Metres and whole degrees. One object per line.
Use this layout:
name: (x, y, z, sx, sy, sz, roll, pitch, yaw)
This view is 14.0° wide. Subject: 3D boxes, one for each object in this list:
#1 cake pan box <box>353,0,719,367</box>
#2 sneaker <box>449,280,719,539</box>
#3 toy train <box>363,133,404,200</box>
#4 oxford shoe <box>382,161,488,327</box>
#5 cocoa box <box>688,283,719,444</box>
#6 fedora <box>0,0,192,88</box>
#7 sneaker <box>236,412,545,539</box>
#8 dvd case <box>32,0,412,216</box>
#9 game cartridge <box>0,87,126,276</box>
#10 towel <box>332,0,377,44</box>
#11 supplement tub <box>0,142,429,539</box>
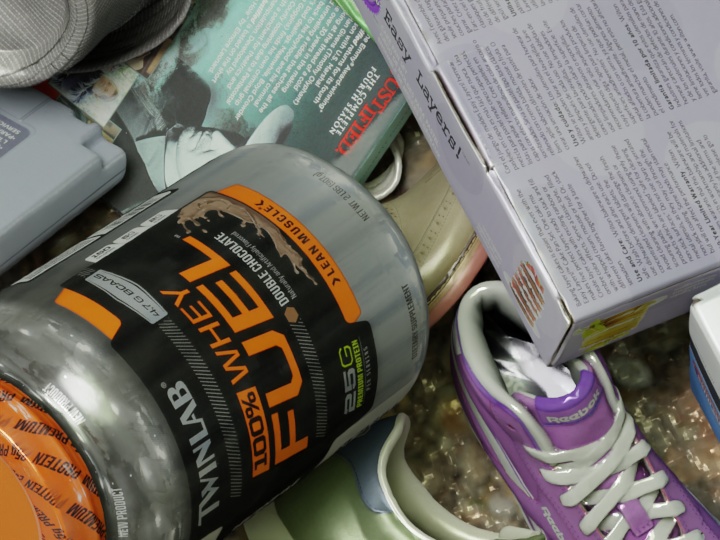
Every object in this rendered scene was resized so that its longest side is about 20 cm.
cake pan box: (0.112, -0.083, 1.174, 0.184, 0.052, 0.200, -22, 72, -20)
sneaker: (0.098, 0.090, 1.179, 0.073, 0.114, 0.201, -38, 75, -6)
toy train: (0.074, -0.104, 1.266, 0.199, 0.056, 0.151, -11, 73, 3)
oxford shoe: (0.000, 0.000, 1.223, 0.075, 0.070, 0.200, 38, 85, -7)
cocoa box: (0.229, 0.086, 1.154, 0.133, 0.131, 0.200, -26, 73, -1)
fedora: (-0.163, -0.151, 1.205, 0.177, 0.090, 0.200, -29, 109, 36)
sneaker: (0.047, 0.143, 1.173, 0.090, 0.067, 0.200, -44, 84, 8)
dvd case: (-0.078, -0.094, 1.274, 0.200, 0.022, 0.146, 38, 104, 17)
game cartridge: (-0.218, -0.056, 1.254, 0.200, 0.041, 0.133, 29, 42, 22)
towel: (0.081, -0.117, 1.224, 0.152, 0.023, 0.200, -39, 76, -19)
supplement tub: (-0.076, 0.043, 1.096, 0.122, 0.123, 0.200, 40, 46, 15)
